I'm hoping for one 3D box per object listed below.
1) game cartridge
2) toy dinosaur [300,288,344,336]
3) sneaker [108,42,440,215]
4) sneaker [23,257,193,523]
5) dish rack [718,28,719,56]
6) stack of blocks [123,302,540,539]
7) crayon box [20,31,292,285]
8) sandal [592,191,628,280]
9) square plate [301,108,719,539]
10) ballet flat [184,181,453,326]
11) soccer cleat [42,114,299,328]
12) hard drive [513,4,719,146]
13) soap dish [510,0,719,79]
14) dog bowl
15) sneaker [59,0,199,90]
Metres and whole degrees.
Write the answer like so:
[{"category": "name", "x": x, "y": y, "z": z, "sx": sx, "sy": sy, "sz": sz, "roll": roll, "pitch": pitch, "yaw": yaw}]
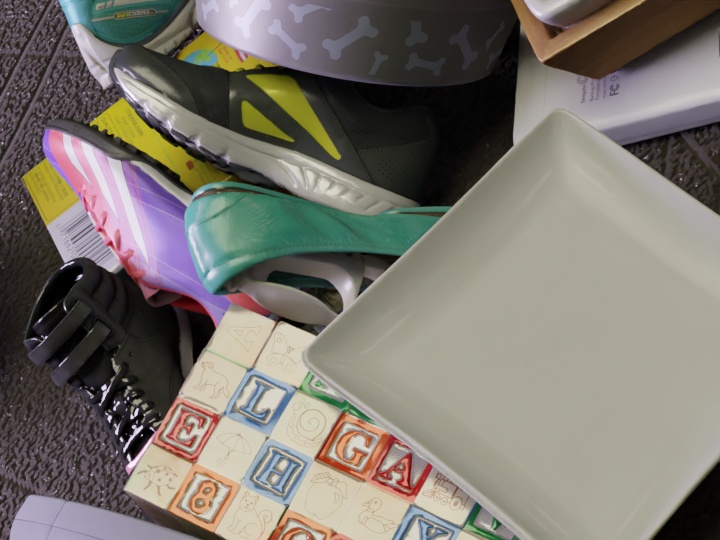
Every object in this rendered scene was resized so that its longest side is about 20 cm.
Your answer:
[{"category": "game cartridge", "x": -0.082, "y": 0.167, "z": 1.246, "sx": 0.200, "sy": 0.133, "sz": 0.040, "roll": 11, "pitch": 64, "yaw": 40}, {"category": "toy dinosaur", "x": -0.024, "y": 0.076, "z": 1.342, "sx": 0.088, "sy": 0.047, "sz": 0.200, "roll": 14, "pitch": 71, "yaw": 44}, {"category": "sneaker", "x": -0.046, "y": -0.090, "z": 1.403, "sx": 0.200, "sy": 0.074, "sz": 0.085, "roll": 26, "pitch": 85, "yaw": 0}, {"category": "sneaker", "x": -0.137, "y": 0.070, "z": 1.365, "sx": 0.071, "sy": 0.099, "sz": 0.200, "roll": -45, "pitch": 36, "yaw": 21}, {"category": "dish rack", "x": 0.256, "y": -0.078, "z": 1.242, "sx": 0.153, "sy": 0.055, "sz": 0.200, "roll": -9, "pitch": 72, "yaw": 29}, {"category": "stack of blocks", "x": -0.004, "y": 0.111, "z": 1.244, "sx": 0.200, "sy": 0.059, "sz": 0.115, "roll": 24, "pitch": 74, "yaw": 23}, {"category": "crayon box", "x": -0.100, "y": -0.069, "z": 1.494, "sx": 0.200, "sy": 0.051, "sz": 0.127, "roll": -38, "pitch": 45, "yaw": 6}, {"category": "sandal", "x": 0.116, "y": 0.039, "z": 1.278, "sx": 0.075, "sy": 0.045, "sz": 0.200, "roll": -15, "pitch": 65, "yaw": 32}, {"category": "square plate", "x": 0.107, "y": 0.037, "z": 1.214, "sx": 0.198, "sy": 0.028, "sz": 0.200, "roll": 37, "pitch": 70, "yaw": 26}, {"category": "ballet flat", "x": 0.000, "y": 0.000, "z": 1.308, "sx": 0.067, "sy": 0.200, "sz": 0.070, "roll": 141, "pitch": 130, "yaw": -57}, {"category": "soccer cleat", "x": -0.121, "y": -0.023, "z": 1.403, "sx": 0.200, "sy": 0.068, "sz": 0.073, "roll": 33, "pitch": 89, "yaw": 29}, {"category": "hard drive", "x": 0.183, "y": -0.137, "z": 1.368, "sx": 0.200, "sy": 0.027, "sz": 0.132, "roll": -13, "pitch": 52, "yaw": 27}, {"category": "soap dish", "x": 0.167, "y": -0.208, "z": 1.350, "sx": 0.200, "sy": 0.081, "sz": 0.157, "roll": -31, "pitch": 50, "yaw": 12}, {"category": "dog bowl", "x": -0.004, "y": -0.157, "z": 1.411, "sx": 0.200, "sy": 0.200, "sz": 0.059, "roll": 27, "pitch": 115, "yaw": 44}, {"category": "sneaker", "x": -0.120, "y": -0.197, "z": 1.558, "sx": 0.077, "sy": 0.080, "sz": 0.200, "roll": -18, "pitch": 24, "yaw": 40}]
